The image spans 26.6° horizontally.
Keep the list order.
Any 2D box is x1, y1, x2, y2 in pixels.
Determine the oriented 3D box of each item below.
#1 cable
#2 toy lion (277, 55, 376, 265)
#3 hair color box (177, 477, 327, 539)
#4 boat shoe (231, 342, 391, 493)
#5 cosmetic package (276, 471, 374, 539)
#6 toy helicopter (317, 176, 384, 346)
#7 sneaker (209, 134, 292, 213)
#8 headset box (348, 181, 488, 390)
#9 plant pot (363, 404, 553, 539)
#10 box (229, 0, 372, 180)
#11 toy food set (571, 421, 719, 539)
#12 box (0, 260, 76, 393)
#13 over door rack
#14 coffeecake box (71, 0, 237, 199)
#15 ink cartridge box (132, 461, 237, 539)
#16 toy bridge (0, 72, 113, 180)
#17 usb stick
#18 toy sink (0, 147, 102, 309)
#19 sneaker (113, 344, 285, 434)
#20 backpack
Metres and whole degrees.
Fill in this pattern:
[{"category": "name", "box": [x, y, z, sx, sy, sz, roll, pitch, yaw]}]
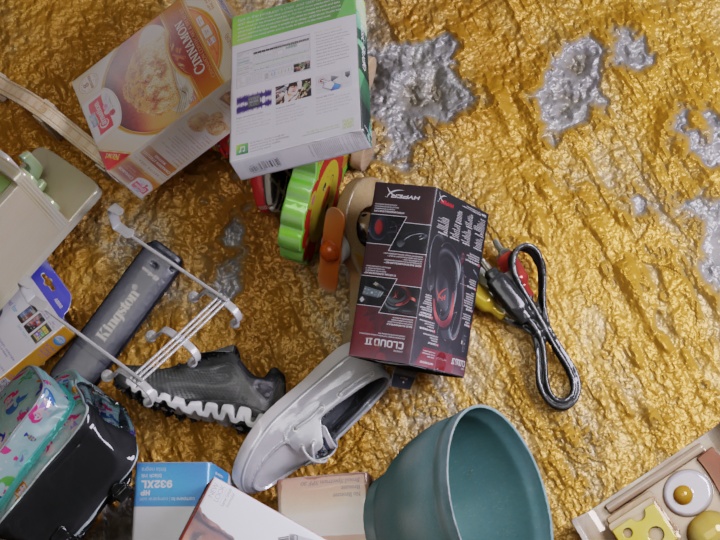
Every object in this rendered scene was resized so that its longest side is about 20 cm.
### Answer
[{"category": "cable", "box": [0.185, 0.053, 1.643, 0.097, 0.050, 0.201, -34, 84, -13]}, {"category": "toy lion", "box": [-0.044, -0.112, 1.638, 0.068, 0.201, 0.193, 17, 58, 11]}, {"category": "hair color box", "box": [-0.084, 0.298, 1.464, 0.199, 0.064, 0.112, 29, 71, -3]}, {"category": "boat shoe", "box": [-0.048, 0.166, 1.593, 0.200, 0.072, 0.068, -42, 49, -11]}, {"category": "cosmetic package", "box": [-0.029, 0.316, 1.563, 0.102, 0.087, 0.203, -6, 73, 5]}, {"category": "toy helicopter", "box": [0.000, 0.000, 1.639, 0.078, 0.132, 0.203, 4, 91, 39]}, {"category": "sneaker", "box": [-0.131, -0.144, 1.727, 0.084, 0.077, 0.202, -20, 61, 9]}, {"category": "headset box", "box": [0.061, 0.023, 1.575, 0.074, 0.148, 0.203, 6, 85, 27]}, {"category": "plant pot", "box": [0.087, 0.249, 1.526, 0.133, 0.199, 0.203, -19, 70, 31]}, {"category": "box", "box": [-0.062, -0.195, 1.558, 0.143, 0.036, 0.202, -12, 56, 14]}, {"category": "toy food set", "box": [0.332, 0.260, 1.539, 0.199, 0.060, 0.144, -32, 72, -2]}, {"category": "box", "box": [-0.414, 0.074, 1.711, 0.199, 0.042, 0.119, -38, 66, -5]}, {"category": "over door rack", "box": [-0.246, 0.041, 1.643, 0.199, 0.067, 0.148, 38, 61, 16]}, {"category": "coffeecake box", "box": [-0.210, -0.204, 1.708, 0.199, 0.073, 0.154, -36, 53, 10]}, {"category": "ink cartridge box", "box": [-0.178, 0.307, 1.558, 0.083, 0.145, 0.203, -1, 74, 8]}, {"category": "toy bridge", "box": [-0.358, -0.174, 1.765, 0.199, 0.067, 0.027, 35, 81, 17]}, {"category": "usb stick", "box": [-0.274, 0.057, 1.704, 0.055, 0.033, 0.201, 33, 81, 17]}, {"category": "toy sink", "box": [-0.410, -0.070, 1.693, 0.130, 0.112, 0.200, 32, 75, 36]}, {"category": "sneaker", "box": [-0.169, 0.121, 1.655, 0.198, 0.067, 0.091, 14, 74, 8]}, {"category": "backpack", "box": [-0.326, 0.190, 1.581, 0.150, 0.200, 0.178, 39, 91, -16]}]
